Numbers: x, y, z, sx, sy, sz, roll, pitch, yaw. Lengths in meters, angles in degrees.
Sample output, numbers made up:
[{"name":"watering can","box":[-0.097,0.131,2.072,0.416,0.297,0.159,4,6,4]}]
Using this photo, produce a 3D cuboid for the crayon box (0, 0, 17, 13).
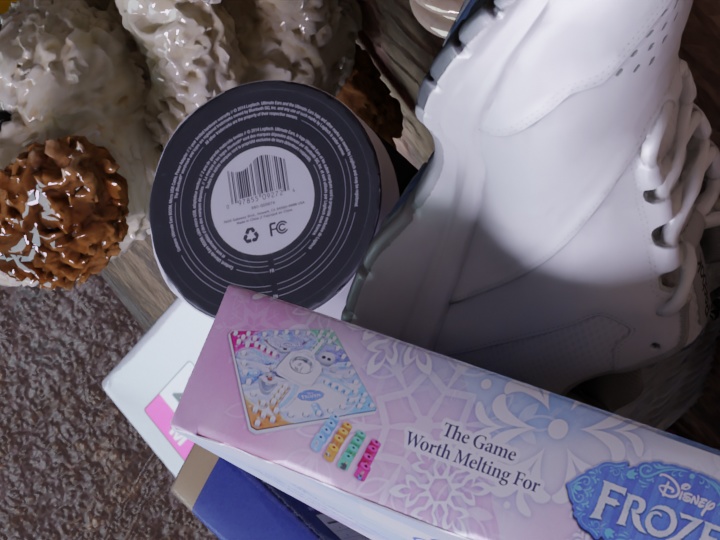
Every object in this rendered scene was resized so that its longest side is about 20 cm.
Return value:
[{"name":"crayon box","box":[-0.132,-0.107,0.932,0.199,0.052,0.125,29,174,-32]}]

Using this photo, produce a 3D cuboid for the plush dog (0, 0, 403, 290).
[{"name":"plush dog","box":[-0.086,-0.063,0.783,0.161,0.172,0.200,56,169,-26]}]

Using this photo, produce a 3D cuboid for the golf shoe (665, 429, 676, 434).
[{"name":"golf shoe","box":[0.110,0.115,0.785,0.200,0.091,0.076,38,163,51]}]

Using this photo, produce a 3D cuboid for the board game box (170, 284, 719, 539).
[{"name":"board game box","box":[0.079,0.077,0.567,0.198,0.044,0.200,17,169,27]}]

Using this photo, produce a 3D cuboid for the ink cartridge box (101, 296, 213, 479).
[{"name":"ink cartridge box","box":[0.005,0.069,0.922,0.200,0.043,0.174,50,126,8]}]

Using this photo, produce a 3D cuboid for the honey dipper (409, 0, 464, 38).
[{"name":"honey dipper","box":[0.010,-0.128,0.497,0.038,0.038,0.200,45,167,33]}]

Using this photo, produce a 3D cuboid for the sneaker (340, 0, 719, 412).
[{"name":"sneaker","box":[0.057,-0.027,0.526,0.087,0.075,0.200,31,151,9]}]

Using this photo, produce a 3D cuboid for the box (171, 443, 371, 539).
[{"name":"box","box":[0.042,0.118,0.714,0.200,0.033,0.121,39,-160,29]}]

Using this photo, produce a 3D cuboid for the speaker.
[{"name":"speaker","box":[0.000,0.000,0.758,0.081,0.081,0.200,47,-175,22]}]

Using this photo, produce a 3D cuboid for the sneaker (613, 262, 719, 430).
[{"name":"sneaker","box":[0.060,0.008,0.697,0.100,0.069,0.200,49,162,18]}]
